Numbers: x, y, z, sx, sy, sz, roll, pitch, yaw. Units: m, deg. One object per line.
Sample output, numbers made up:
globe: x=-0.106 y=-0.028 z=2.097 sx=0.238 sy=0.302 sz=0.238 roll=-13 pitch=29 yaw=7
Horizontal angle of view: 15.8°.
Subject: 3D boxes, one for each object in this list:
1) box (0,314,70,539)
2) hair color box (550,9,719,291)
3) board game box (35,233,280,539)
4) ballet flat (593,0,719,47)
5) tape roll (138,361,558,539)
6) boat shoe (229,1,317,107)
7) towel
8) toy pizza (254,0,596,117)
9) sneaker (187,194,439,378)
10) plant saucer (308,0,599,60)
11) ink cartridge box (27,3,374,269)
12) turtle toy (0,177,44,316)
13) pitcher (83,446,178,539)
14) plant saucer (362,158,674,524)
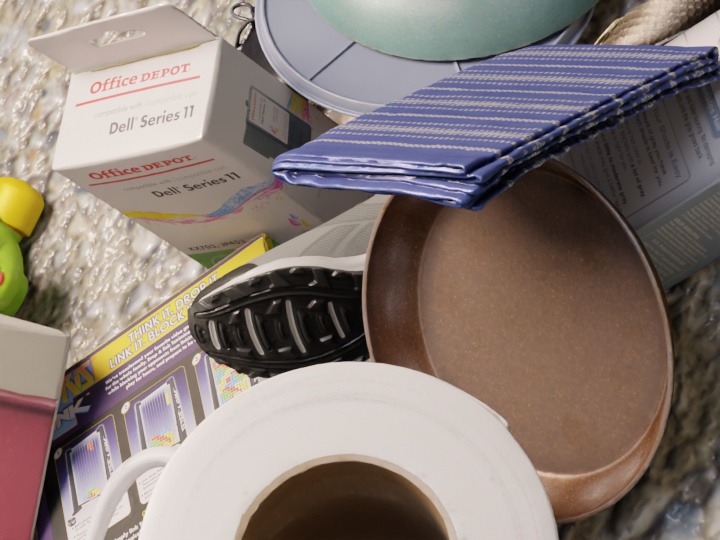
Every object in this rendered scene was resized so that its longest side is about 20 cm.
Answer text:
box: x=-0.256 y=0.120 z=1.514 sx=0.128 sy=0.109 sz=0.201 roll=9 pitch=88 yaw=62
hair color box: x=0.183 y=-0.069 z=1.341 sx=0.200 sy=0.061 sz=0.099 roll=-33 pitch=49 yaw=23
board game box: x=-0.099 y=0.101 z=1.486 sx=0.200 sy=0.057 sz=0.166 roll=-34 pitch=47 yaw=22
ballet flat: x=0.192 y=-0.157 z=1.363 sx=0.200 sy=0.067 sz=0.046 roll=-37 pitch=75 yaw=30
tape roll: x=0.001 y=0.160 z=1.253 sx=0.202 sy=0.139 sz=0.204 roll=-3 pitch=68 yaw=7
boat shoe: x=-0.042 y=-0.150 z=1.575 sx=0.200 sy=0.062 sz=0.075 roll=-54 pitch=47 yaw=4
towel: x=0.069 y=-0.075 z=1.296 sx=0.144 sy=0.200 sz=0.024 roll=7 pitch=115 yaw=45
toy pizza: x=0.039 y=-0.155 z=1.486 sx=0.199 sy=0.032 sz=0.201 roll=-6 pitch=51 yaw=8
sneaker: x=0.000 y=0.000 z=1.421 sx=0.199 sy=0.074 sz=0.079 roll=-20 pitch=32 yaw=-6
plant saucer: x=0.057 y=-0.205 z=1.478 sx=0.199 sy=0.036 sz=0.201 roll=-6 pitch=51 yaw=8
ink cartridge box: x=-0.092 y=-0.069 z=1.472 sx=0.117 sy=0.200 sz=0.068 roll=-10 pitch=60 yaw=36
turtle toy: x=-0.278 y=-0.010 z=1.665 sx=0.200 sy=0.101 sz=0.146 roll=17 pitch=78 yaw=44
pitcher: x=-0.131 y=0.208 z=1.393 sx=0.200 sy=0.121 sz=0.172 roll=-35 pitch=73 yaw=14
plant saucer: x=0.086 y=0.029 z=1.326 sx=0.200 sy=0.034 sz=0.201 roll=16 pitch=114 yaw=39
